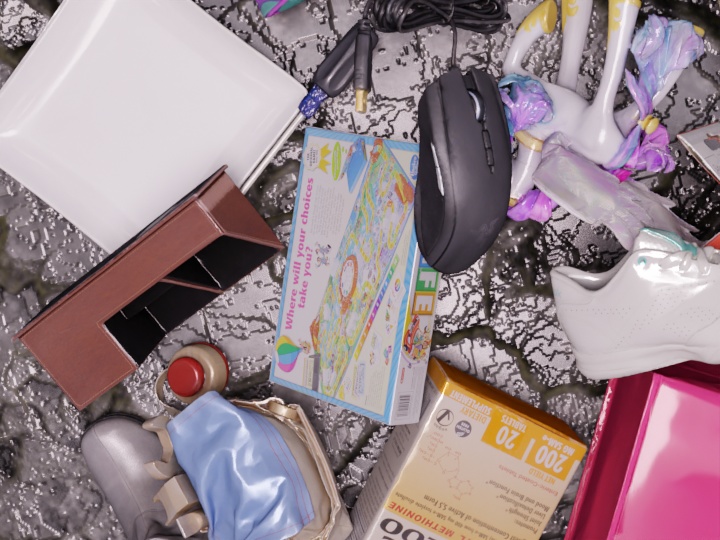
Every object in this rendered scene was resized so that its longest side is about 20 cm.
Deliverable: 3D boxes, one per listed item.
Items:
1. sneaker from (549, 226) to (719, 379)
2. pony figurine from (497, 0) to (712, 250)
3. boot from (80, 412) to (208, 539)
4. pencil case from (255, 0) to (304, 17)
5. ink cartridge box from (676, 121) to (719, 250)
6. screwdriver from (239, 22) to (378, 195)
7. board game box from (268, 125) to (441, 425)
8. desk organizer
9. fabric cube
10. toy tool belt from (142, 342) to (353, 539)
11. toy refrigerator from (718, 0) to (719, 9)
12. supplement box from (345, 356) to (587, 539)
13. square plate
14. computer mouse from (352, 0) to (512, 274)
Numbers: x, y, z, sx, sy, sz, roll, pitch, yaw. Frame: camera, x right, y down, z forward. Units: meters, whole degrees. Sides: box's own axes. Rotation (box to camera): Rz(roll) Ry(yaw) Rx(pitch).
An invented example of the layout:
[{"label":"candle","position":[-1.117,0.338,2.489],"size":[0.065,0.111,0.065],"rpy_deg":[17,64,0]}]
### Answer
[{"label":"sneaker","position":[0.207,0.007,0.776],"size":[0.198,0.075,0.089],"rpy_deg":[-18,106,34]},{"label":"pony figurine","position":[0.170,-0.097,0.909],"size":[0.192,0.166,0.202],"rpy_deg":[29,101,33]},{"label":"boot","position":[-0.155,0.203,0.951],"size":[0.070,0.132,0.201],"rpy_deg":[-38,91,8]},{"label":"pencil case","position":[-0.084,-0.293,0.926],"size":[0.092,0.085,0.201],"rpy_deg":[-28,94,38]},{"label":"ink cartridge box","position":[0.279,-0.007,0.848],"size":[0.050,0.109,0.201],"rpy_deg":[-44,76,30]},{"label":"screwdriver","position":[-0.052,-0.104,0.944],"size":[0.028,0.029,0.201],"rpy_deg":[37,87,-31]},{"label":"board game box","position":[0.000,0.000,0.933],"size":[0.134,0.034,0.203],"rpy_deg":[15,98,43]},{"label":"desk organizer","position":[-0.159,0.015,0.938],"size":[0.199,0.072,0.077],"rpy_deg":[-35,101,23]},{"label":"fabric cube","position":[0.264,0.177,0.888],"size":[0.197,0.200,0.199],"rpy_deg":[15,97,5]},{"label":"toy tool belt","position":[-0.099,0.141,0.926],"size":[0.125,0.123,0.201],"rpy_deg":[-41,78,18]},{"label":"toy refrigerator","position":[0.316,-0.126,0.918],"size":[0.069,0.076,0.202],"rpy_deg":[-13,95,5]},{"label":"supplement box","position":[0.068,0.187,0.953],"size":[0.125,0.074,0.202],"rpy_deg":[25,96,-11]},{"label":"square plate","position":[-0.173,-0.120,0.977],"size":[0.199,0.028,0.199],"rpy_deg":[38,96,0]},{"label":"computer mouse","position":[0.054,-0.094,0.838],"size":[0.139,0.046,0.203],"rpy_deg":[-3,100,-40]}]
